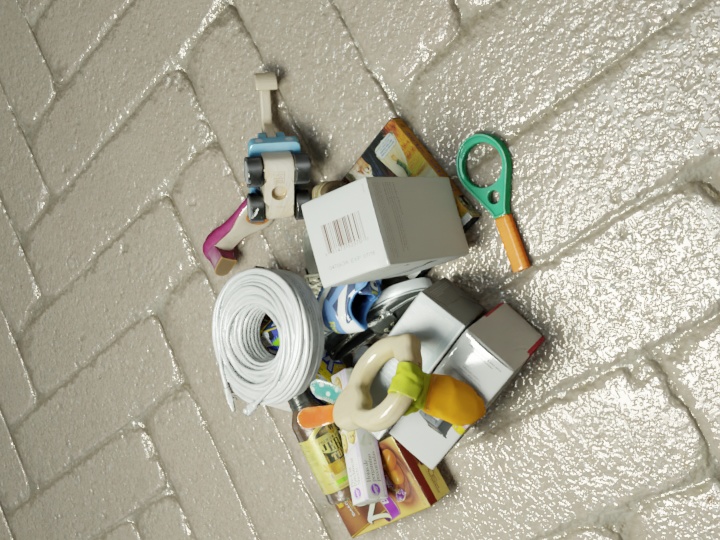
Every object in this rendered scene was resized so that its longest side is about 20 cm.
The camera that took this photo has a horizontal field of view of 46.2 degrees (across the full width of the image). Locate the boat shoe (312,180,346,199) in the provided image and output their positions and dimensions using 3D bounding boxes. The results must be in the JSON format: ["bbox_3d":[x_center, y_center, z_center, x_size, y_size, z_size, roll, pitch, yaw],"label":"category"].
[{"bbox_3d":[-0.027,-0.042,1.312,0.076,0.072,0.201,3,109,58],"label":"boat shoe"}]

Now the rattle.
[{"bbox_3d":[0.035,0.173,1.096,0.200,0.143,0.130,-41,49,33],"label":"rattle"}]

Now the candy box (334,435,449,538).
[{"bbox_3d":[0.032,0.330,1.309,0.200,0.056,0.117,-39,77,44],"label":"candy box"}]

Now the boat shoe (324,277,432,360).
[{"bbox_3d":[0.027,0.074,1.269,0.200,0.069,0.057,-29,70,23],"label":"boat shoe"}]

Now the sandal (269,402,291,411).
[{"bbox_3d":[-0.140,0.185,1.366,0.206,0.059,0.079,29,115,-17],"label":"sandal"}]

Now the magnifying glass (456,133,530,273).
[{"bbox_3d":[0.189,-0.094,1.170,0.079,0.022,0.201,-24,82,37],"label":"magnifying glass"}]

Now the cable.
[{"bbox_3d":[-0.135,0.095,1.229,0.200,0.069,0.200,-30,72,36],"label":"cable"}]

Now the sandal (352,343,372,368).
[{"bbox_3d":[0.056,0.201,1.307,0.076,0.043,0.200,-39,82,41],"label":"sandal"}]

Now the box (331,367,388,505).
[{"bbox_3d":[-0.003,0.246,1.262,0.041,0.039,0.201,-36,57,46],"label":"box"}]

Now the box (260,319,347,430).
[{"bbox_3d":[-0.073,0.154,1.325,0.064,0.070,0.200,-19,110,39],"label":"box"}]

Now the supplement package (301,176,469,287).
[{"bbox_3d":[0.038,-0.054,1.136,0.117,0.200,0.118,-20,83,37],"label":"supplement package"}]

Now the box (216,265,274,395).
[{"bbox_3d":[-0.170,0.103,1.418,0.200,0.075,0.100,-65,32,26],"label":"box"}]

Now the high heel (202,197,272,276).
[{"bbox_3d":[-0.208,-0.090,1.458,0.200,0.067,0.096,-57,41,25],"label":"high heel"}]

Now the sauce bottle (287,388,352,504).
[{"bbox_3d":[-0.064,0.253,1.278,0.065,0.065,0.200,-25,93,37],"label":"sauce bottle"}]

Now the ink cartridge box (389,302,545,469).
[{"bbox_3d":[0.146,0.155,1.155,0.086,0.148,0.200,39,119,13],"label":"ink cartridge box"}]

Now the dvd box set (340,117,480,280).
[{"bbox_3d":[0.068,-0.105,1.255,0.146,0.029,0.200,-48,68,31],"label":"dvd box set"}]

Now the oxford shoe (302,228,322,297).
[{"bbox_3d":[-0.059,0.024,1.353,0.075,0.058,0.201,-12,88,39],"label":"oxford shoe"}]

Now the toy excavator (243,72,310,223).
[{"bbox_3d":[-0.146,-0.197,1.357,0.200,0.100,0.195,-115,22,-53],"label":"toy excavator"}]

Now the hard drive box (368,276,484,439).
[{"bbox_3d":[0.074,0.117,1.174,0.077,0.156,0.200,39,107,11],"label":"hard drive box"}]

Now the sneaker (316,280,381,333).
[{"bbox_3d":[0.000,0.000,1.229,0.082,0.074,0.201,11,84,39],"label":"sneaker"}]
